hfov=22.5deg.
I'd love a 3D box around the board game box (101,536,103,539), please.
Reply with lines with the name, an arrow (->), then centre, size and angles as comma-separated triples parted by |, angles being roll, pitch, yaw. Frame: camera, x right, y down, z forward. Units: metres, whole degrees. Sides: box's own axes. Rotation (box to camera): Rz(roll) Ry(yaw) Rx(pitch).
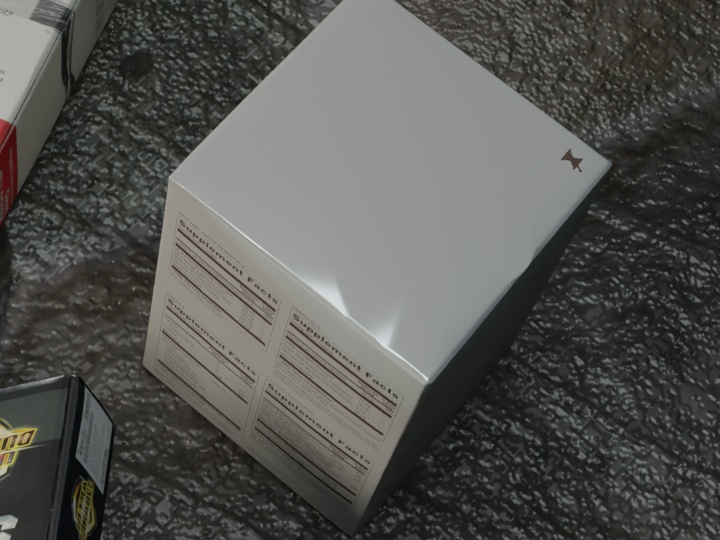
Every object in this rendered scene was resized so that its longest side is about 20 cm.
board game box -> -0.170, 0.240, 0.843 | 0.199, 0.026, 0.201 | -28, 72, -21

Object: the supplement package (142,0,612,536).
supplement package -> 0.000, 0.000, 0.895 | 0.150, 0.200, 0.152 | 38, 63, 9

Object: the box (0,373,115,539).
box -> -0.213, 0.139, 0.808 | 0.198, 0.046, 0.160 | -12, 48, 16

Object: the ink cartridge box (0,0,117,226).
ink cartridge box -> -0.230, -0.128, 0.985 | 0.143, 0.084, 0.201 | 21, 63, 2
